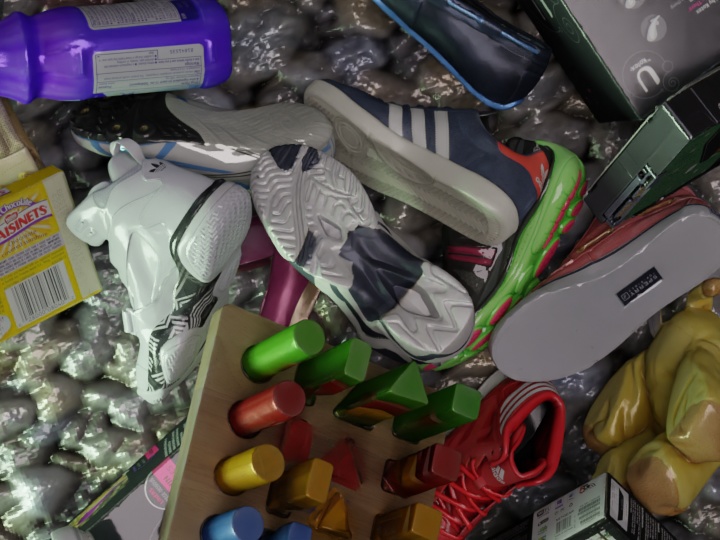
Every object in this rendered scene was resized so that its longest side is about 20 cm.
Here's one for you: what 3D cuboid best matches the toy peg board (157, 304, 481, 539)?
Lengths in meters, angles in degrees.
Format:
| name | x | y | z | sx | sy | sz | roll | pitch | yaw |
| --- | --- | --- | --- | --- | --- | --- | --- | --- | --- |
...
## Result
| name | x | y | z | sx | sy | sz | roll | pitch | yaw |
| --- | --- | --- | --- | --- | --- | --- | --- | --- | --- |
| toy peg board | -0.017 | 0.139 | 1.247 | 0.199 | 0.098 | 0.201 | 23 | 63 | -23 |

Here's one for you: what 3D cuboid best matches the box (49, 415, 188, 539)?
| name | x | y | z | sx | sy | sz | roll | pitch | yaw |
| --- | --- | --- | --- | --- | --- | --- | --- | --- | --- |
| box | -0.141 | 0.205 | 1.323 | 0.200 | 0.106 | 0.122 | -42 | 97 | -1 |

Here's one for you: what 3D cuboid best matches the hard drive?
| name | x | y | z | sx | sy | sz | roll | pitch | yaw |
| --- | --- | --- | --- | --- | --- | --- | --- | --- | --- |
| hard drive | 0.263 | -0.112 | 1.293 | 0.199 | 0.140 | 0.038 | -31 | 76 | -29 |

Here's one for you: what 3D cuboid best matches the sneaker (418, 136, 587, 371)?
| name | x | y | z | sx | sy | sz | roll | pitch | yaw |
| --- | --- | --- | --- | --- | --- | --- | --- | --- | --- |
| sneaker | 0.094 | -0.012 | 1.360 | 0.084 | 0.077 | 0.201 | 34 | 94 | 22 |

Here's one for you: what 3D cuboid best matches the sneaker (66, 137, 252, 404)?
| name | x | y | z | sx | sy | sz | roll | pitch | yaw |
| --- | --- | --- | --- | --- | --- | --- | --- | --- | --- |
| sneaker | -0.154 | -0.002 | 1.308 | 0.114 | 0.075 | 0.201 | 31 | 127 | 13 |

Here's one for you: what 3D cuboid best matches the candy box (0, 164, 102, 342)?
| name | x | y | z | sx | sy | sz | roll | pitch | yaw |
| --- | --- | --- | --- | --- | --- | --- | --- | --- | --- |
| candy box | -0.285 | 0.012 | 1.268 | 0.199 | 0.026 | 0.103 | -28 | 120 | -24 |

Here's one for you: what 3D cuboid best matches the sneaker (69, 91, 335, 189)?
| name | x | y | z | sx | sy | sz | roll | pitch | yaw |
| --- | --- | --- | --- | --- | --- | --- | --- | --- | --- |
| sneaker | -0.118 | -0.091 | 1.328 | 0.198 | 0.072 | 0.073 | 6 | 133 | 3 |

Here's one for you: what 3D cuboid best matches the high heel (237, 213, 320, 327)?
| name | x | y | z | sx | sy | sz | roll | pitch | yaw |
| --- | --- | --- | --- | --- | --- | --- | --- | --- | --- |
| high heel | -0.039 | 0.047 | 1.342 | 0.095 | 0.067 | 0.202 | -11 | 80 | 5 |

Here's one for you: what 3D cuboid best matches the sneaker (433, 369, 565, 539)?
| name | x | y | z | sx | sy | sz | roll | pitch | yaw |
| --- | --- | --- | --- | --- | --- | --- | --- | --- | --- |
| sneaker | 0.078 | 0.157 | 1.338 | 0.078 | 0.116 | 0.201 | 34 | 90 | -7 |

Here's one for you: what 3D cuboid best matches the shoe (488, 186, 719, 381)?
| name | x | y | z | sx | sy | sz | roll | pitch | yaw |
| --- | --- | --- | --- | --- | --- | --- | --- | --- | --- |
| shoe | 0.181 | 0.006 | 1.354 | 0.199 | 0.091 | 0.072 | -33 | 111 | 6 |

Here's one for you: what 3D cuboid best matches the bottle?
| name | x | y | z | sx | sy | sz | roll | pitch | yaw |
| --- | --- | --- | --- | --- | --- | --- | --- | --- | --- |
| bottle | -0.195 | -0.157 | 1.286 | 0.198 | 0.084 | 0.066 | -8 | 109 | -19 |

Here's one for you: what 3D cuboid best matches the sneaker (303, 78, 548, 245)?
| name | x | y | z | sx | sy | sz | roll | pitch | yaw |
| --- | --- | --- | --- | --- | --- | --- | --- | --- | --- |
| sneaker | 0.051 | -0.096 | 1.323 | 0.199 | 0.075 | 0.085 | 33 | 63 | 22 |

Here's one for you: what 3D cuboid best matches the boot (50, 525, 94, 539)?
| name | x | y | z | sx | sy | sz | roll | pitch | yaw |
| --- | --- | --- | --- | --- | --- | --- | --- | --- | --- |
| boot | -0.136 | 0.250 | 1.246 | 0.095 | 0.074 | 0.201 | -25 | 107 | -9 |

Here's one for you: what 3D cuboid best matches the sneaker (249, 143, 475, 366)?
| name | x | y | z | sx | sy | sz | roll | pitch | yaw |
| --- | --- | --- | --- | --- | --- | --- | --- | --- | --- |
| sneaker | 0.000 | 0.000 | 1.299 | 0.199 | 0.130 | 0.080 | 36 | 76 | 12 |

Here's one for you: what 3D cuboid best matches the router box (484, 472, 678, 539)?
| name | x | y | z | sx | sy | sz | roll | pitch | yaw |
| --- | --- | --- | --- | --- | --- | --- | --- | --- | --- |
| router box | 0.149 | 0.251 | 1.322 | 0.199 | 0.051 | 0.149 | -34 | 114 | 29 |

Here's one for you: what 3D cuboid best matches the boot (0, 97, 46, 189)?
| name | x | y | z | sx | sy | sz | roll | pitch | yaw |
| --- | --- | --- | --- | --- | --- | --- | --- | --- | --- |
| boot | -0.294 | -0.029 | 1.311 | 0.154 | 0.073 | 0.201 | -22 | 93 | -5 |

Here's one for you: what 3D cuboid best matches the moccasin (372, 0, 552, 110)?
| name | x | y | z | sx | sy | sz | roll | pitch | yaw |
| --- | --- | --- | --- | --- | --- | --- | --- | --- | --- |
| moccasin | 0.060 | -0.208 | 1.326 | 0.200 | 0.081 | 0.068 | 41 | 114 | -6 |

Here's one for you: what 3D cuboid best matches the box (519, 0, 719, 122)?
| name | x | y | z | sx | sy | sz | roll | pitch | yaw |
| --- | --- | --- | --- | --- | --- | --- | --- | --- | --- |
| box | 0.176 | -0.218 | 1.311 | 0.106 | 0.122 | 0.201 | -35 | 96 | -3 |

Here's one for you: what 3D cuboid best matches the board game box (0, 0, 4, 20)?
| name | x | y | z | sx | sy | sz | roll | pitch | yaw |
| --- | --- | --- | --- | --- | --- | --- | --- | --- | --- |
| board game box | -0.353 | -0.260 | 1.291 | 0.198 | 0.064 | 0.149 | 6 | 93 | -5 |

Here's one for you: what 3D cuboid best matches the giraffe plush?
| name | x | y | z | sx | sy | sz | roll | pitch | yaw |
| --- | --- | --- | --- | --- | --- | --- | --- | --- | --- |
| giraffe plush | 0.279 | 0.116 | 1.356 | 0.161 | 0.172 | 0.201 | 27 | 56 | -17 |
